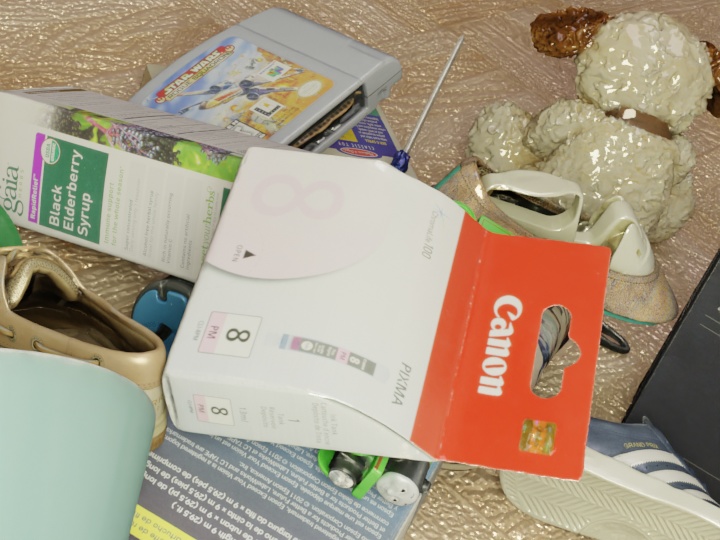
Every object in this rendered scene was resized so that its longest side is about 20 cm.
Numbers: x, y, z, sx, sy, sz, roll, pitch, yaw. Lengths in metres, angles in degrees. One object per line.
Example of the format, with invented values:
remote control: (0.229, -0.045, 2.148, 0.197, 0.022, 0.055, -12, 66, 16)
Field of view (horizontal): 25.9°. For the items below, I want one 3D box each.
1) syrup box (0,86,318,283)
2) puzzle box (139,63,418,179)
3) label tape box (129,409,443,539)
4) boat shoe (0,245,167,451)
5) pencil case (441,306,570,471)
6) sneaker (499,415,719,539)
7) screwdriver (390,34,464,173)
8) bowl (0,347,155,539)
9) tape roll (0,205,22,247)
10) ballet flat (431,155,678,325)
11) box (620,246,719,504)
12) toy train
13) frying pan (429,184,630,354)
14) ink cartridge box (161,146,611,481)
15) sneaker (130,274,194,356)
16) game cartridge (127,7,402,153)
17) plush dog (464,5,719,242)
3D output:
syrup box: (-0.127, -0.051, 0.947, 0.198, 0.080, 0.081, 17, 16, 25)
puzzle box: (-0.058, -0.093, 1.166, 0.198, 0.026, 0.134, 7, 36, -26)
label tape box: (-0.055, 0.127, 0.802, 0.142, 0.066, 0.201, 29, 57, 8)
boat shoe: (-0.167, 0.018, 0.796, 0.199, 0.065, 0.071, 30, 33, 29)
pencil case: (0.087, 0.048, 0.999, 0.078, 0.090, 0.200, 43, 33, 1)
sneaker: (0.185, 0.138, 0.946, 0.199, 0.075, 0.085, 31, 37, 10)
screwdriver: (0.036, -0.100, 1.144, 0.029, 0.028, 0.202, 35, 63, -28)
bowl: (-0.180, 0.118, 0.657, 0.198, 0.201, 0.106, 4, 62, -29)
tape roll: (-0.288, -0.004, 0.868, 0.198, 0.049, 0.201, 17, 33, -11)
ballet flat: (0.134, -0.020, 0.989, 0.198, 0.068, 0.068, 18, 34, -24)
box: (0.297, 0.072, 1.013, 0.199, 0.183, 0.104, 31, 32, 10)
toy train: (0.035, 0.042, 0.821, 0.056, 0.042, 0.201, 30, 49, -5)
frying pan: (0.099, 0.007, 1.116, 0.114, 0.031, 0.190, -30, 69, -36)
ink cartridge box: (0.019, 0.016, 0.776, 0.197, 0.057, 0.164, 3, 45, 13)
sneaker: (-0.035, 0.054, 0.927, 0.199, 0.074, 0.082, 33, 25, 7)
game cartridge: (-0.083, -0.109, 1.076, 0.132, 0.042, 0.200, 30, 56, 29)
plush dog: (0.197, -0.112, 1.188, 0.198, 0.174, 0.161, 16, 11, -11)
